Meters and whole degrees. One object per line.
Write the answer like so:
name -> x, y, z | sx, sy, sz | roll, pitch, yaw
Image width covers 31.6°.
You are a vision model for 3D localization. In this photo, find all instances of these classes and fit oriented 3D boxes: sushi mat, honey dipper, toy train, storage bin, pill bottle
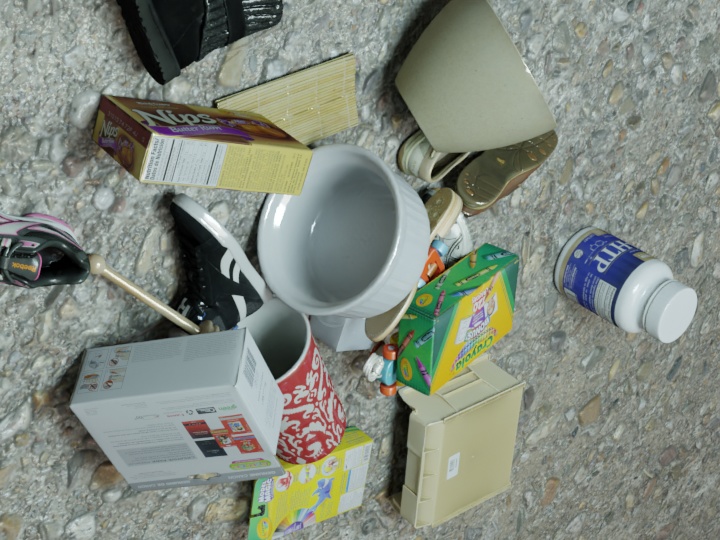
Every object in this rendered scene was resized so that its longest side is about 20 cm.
sushi mat -> -0.082, -0.181, 1.466 | 0.199, 0.012, 0.096 | -25, 132, -31
honey dipper -> -0.219, 0.040, 1.405 | 0.200, 0.038, 0.038 | 38, 86, -24
toy train -> 0.053, 0.059, 1.649 | 0.201, 0.055, 0.150 | -59, 148, -12
storage bin -> 0.138, 0.256, 1.896 | 0.197, 0.094, 0.202 | -19, 127, -35
pill bottle -> 0.403, 0.025, 1.927 | 0.119, 0.199, 0.121 | -24, 130, -33

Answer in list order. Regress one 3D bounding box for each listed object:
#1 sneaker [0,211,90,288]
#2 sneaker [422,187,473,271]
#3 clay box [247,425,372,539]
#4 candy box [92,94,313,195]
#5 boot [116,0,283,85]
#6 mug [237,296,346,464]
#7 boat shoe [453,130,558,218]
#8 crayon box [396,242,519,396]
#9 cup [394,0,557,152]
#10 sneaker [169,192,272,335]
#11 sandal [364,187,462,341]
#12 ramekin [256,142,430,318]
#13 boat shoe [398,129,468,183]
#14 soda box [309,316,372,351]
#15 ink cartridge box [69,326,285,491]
sneaker -> -0.351, -0.022, 1.247 | 0.199, 0.086, 0.081 | -2, 114, -43
sneaker -> 0.100, -0.012, 1.704 | 0.087, 0.076, 0.201 | -27, 127, -21
clay box -> -0.078, 0.294, 1.741 | 0.199, 0.047, 0.116 | -12, 122, -38
candy box -> -0.164, -0.130, 1.328 | 0.199, 0.117, 0.057 | 4, 113, -39
boot -> -0.166, -0.300, 1.257 | 0.157, 0.079, 0.212 | -33, 145, -16
mug -> -0.115, 0.147, 1.580 | 0.201, 0.176, 0.134 | 65, 23, -49
boat shoe -> 0.190, -0.138, 1.728 | 0.200, 0.072, 0.068 | -40, 170, -31
crayon box -> 0.127, 0.061, 1.653 | 0.200, 0.058, 0.120 | -34, 137, -43
cup -> 0.126, -0.223, 1.534 | 0.142, 0.201, 0.200 | -30, 138, 8
sneaker -> -0.182, 0.011, 1.444 | 0.112, 0.073, 0.200 | -46, 138, -11
sandal -> 0.043, -0.022, 1.561 | 0.069, 0.077, 0.213 | 37, 79, -31
ramekin -> -0.015, -0.039, 1.488 | 0.097, 0.200, 0.202 | 20, 100, -56
boat shoe -> 0.139, -0.182, 1.641 | 0.200, 0.065, 0.072 | -40, 136, -19
soda box -> 0.000, 0.000, 1.621 | 0.068, 0.063, 0.202 | -1, 115, -46
ink cartridge box -> -0.195, 0.161, 1.431 | 0.176, 0.198, 0.084 | 68, 21, -44
